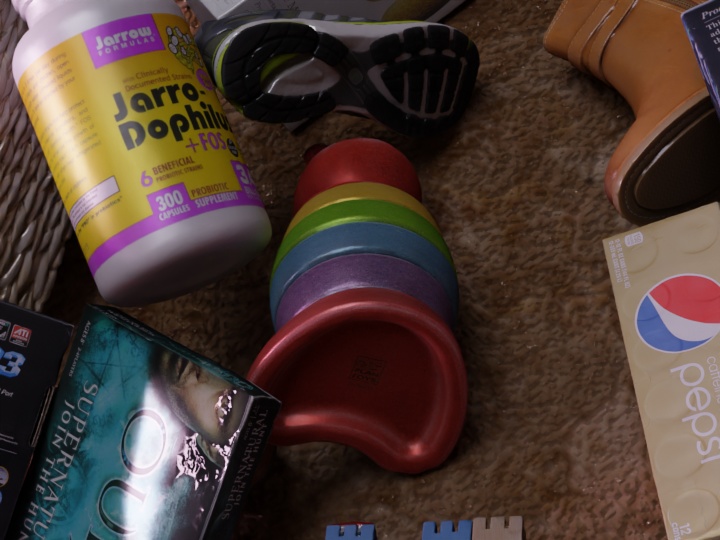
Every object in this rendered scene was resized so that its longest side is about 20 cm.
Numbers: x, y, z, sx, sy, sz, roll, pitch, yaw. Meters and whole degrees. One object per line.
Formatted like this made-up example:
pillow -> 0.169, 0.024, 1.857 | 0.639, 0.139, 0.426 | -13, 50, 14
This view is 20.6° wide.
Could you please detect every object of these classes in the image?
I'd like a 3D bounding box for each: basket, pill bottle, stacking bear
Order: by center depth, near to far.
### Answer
pill bottle -> -0.132, -0.088, 1.118 | 0.104, 0.104, 0.200 | -25, 79, 8
stacking bear -> 0.000, 0.000, 1.124 | 0.121, 0.114, 0.200 | 14, 36, -12
basket -> -0.275, -0.095, 1.234 | 0.200, 0.161, 0.199 | 15, 81, 41

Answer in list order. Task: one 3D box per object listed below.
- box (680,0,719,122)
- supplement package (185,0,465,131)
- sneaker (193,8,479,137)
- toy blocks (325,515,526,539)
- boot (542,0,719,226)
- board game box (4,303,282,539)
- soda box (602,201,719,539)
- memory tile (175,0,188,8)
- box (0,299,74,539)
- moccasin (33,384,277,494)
box -> 0.255, -0.041, 0.991 | 0.107, 0.149, 0.200 | -23, 46, 9
supplement package -> -0.012, -0.209, 1.295 | 0.200, 0.114, 0.110 | -38, 45, -4
sneaker -> -0.013, -0.128, 1.195 | 0.081, 0.200, 0.074 | 35, 114, 49
toy blocks -> 0.055, 0.180, 0.964 | 0.200, 0.100, 0.137 | -4, 42, 11
boot -> 0.163, -0.118, 1.151 | 0.155, 0.077, 0.200 | 25, 66, 38
board game box -> -0.129, 0.134, 1.067 | 0.135, 0.028, 0.200 | 25, 98, 36
soda box -> 0.178, 0.065, 1.005 | 0.068, 0.064, 0.200 | -18, 47, 14
memory tile -> -0.125, -0.255, 1.460 | 0.200, 0.017, 0.153 | 15, 62, 37
box -> -0.278, 0.091, 1.059 | 0.050, 0.200, 0.199 | 0, 72, 64
moccasin -> -0.139, 0.094, 1.141 | 0.201, 0.078, 0.074 | 8, 59, 33
